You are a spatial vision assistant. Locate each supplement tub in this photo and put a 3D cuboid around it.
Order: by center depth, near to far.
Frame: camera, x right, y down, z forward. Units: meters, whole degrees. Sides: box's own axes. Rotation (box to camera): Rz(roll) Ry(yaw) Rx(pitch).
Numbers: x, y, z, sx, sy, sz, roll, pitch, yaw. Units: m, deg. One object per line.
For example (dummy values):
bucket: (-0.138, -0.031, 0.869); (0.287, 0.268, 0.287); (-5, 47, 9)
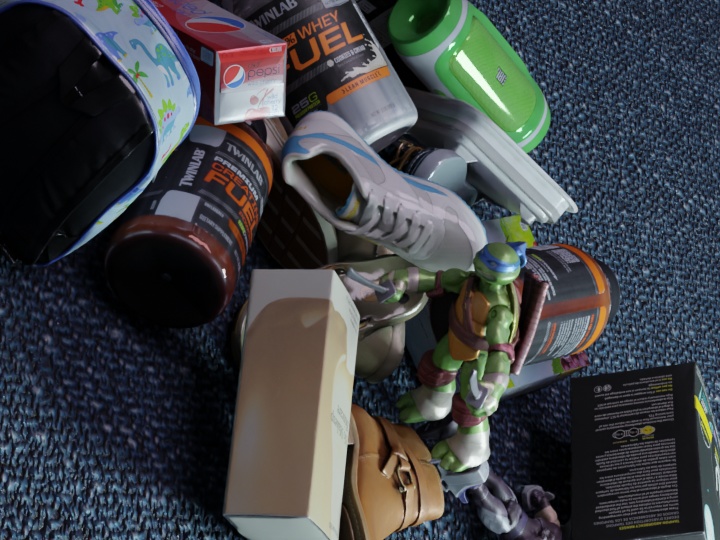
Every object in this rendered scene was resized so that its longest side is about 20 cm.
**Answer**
supplement tub: (-0.132, -0.056, 1.502); (0.107, 0.107, 0.201); (41, 39, -23)
supplement tub: (-0.044, -0.193, 1.685); (0.122, 0.122, 0.201); (-26, 85, -55)
supplement tub: (0.159, 0.032, 1.693); (0.199, 0.107, 0.108); (-7, 70, -51)

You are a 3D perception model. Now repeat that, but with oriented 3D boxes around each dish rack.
dish rack: (0.110, -0.108, 1.822); (0.171, 0.044, 0.200); (41, -5, -26)

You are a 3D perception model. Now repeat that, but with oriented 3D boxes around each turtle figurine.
turtle figurine: (0.060, 0.072, 1.533); (0.143, 0.195, 0.200); (22, 40, 17)

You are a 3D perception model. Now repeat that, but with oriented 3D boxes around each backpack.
backpack: (-0.217, -0.130, 1.377); (0.183, 0.199, 0.147); (49, 39, -9)

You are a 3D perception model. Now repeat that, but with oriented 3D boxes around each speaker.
speaker: (0.108, -0.193, 1.807); (0.200, 0.088, 0.089); (43, 36, -42)

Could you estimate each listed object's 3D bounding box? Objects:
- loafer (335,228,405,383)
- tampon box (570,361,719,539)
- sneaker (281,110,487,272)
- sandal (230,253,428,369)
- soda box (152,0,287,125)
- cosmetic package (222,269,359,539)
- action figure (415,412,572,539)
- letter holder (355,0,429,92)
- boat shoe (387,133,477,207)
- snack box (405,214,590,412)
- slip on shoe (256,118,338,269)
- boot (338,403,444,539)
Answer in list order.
loafer: (0.000, 0.000, 1.662); (0.068, 0.075, 0.202); (20, 53, -36)
tampon box: (0.275, 0.215, 1.755); (0.151, 0.125, 0.201); (65, 23, -44)
sneaker: (0.017, -0.051, 1.574); (0.199, 0.077, 0.081); (33, 29, -3)
sandal: (-0.022, 0.031, 1.576); (0.198, 0.054, 0.081); (-20, 84, -25)
soda box: (-0.136, -0.181, 1.528); (0.069, 0.064, 0.200); (-11, 27, -30)
cosmetic package: (-0.051, 0.110, 1.449); (0.105, 0.070, 0.202); (60, 33, -65)
action figure: (0.128, 0.219, 1.670); (0.201, 0.069, 0.130); (52, 28, -16)
letter holder: (0.027, -0.277, 1.873); (0.199, 0.100, 0.143); (31, 41, -39)
boat shoe: (0.049, -0.090, 1.741); (0.091, 0.071, 0.200); (37, -1, 13)
snack box: (0.118, 0.041, 1.786); (0.199, 0.067, 0.170); (-12, 75, -52)
slip on shoe: (-0.075, -0.085, 1.641); (0.201, 0.076, 0.060); (54, 38, 7)
boot: (0.016, 0.203, 1.538); (0.154, 0.073, 0.202); (16, 55, -49)
